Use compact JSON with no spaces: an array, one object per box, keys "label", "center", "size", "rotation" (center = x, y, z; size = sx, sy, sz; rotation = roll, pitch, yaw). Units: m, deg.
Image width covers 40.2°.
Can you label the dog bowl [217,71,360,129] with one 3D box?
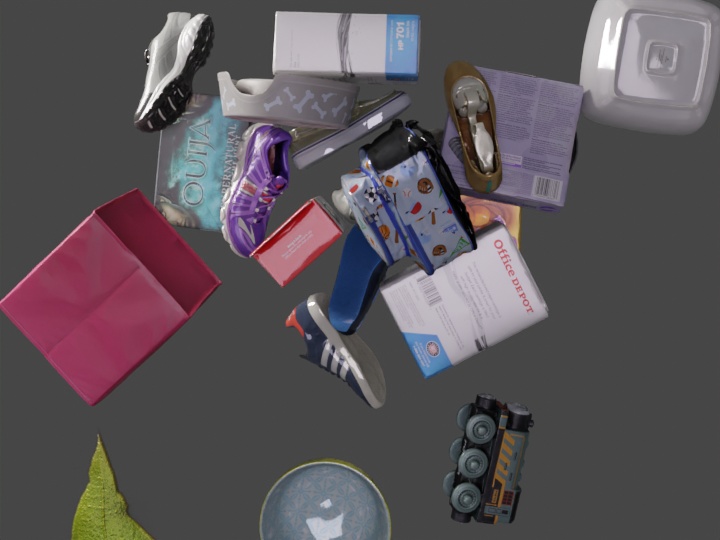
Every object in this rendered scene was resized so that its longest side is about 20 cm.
[{"label":"dog bowl","center":[-0.100,-0.231,1.351],"size":[0.197,0.200,0.060],"rotation":[6,95,2]}]

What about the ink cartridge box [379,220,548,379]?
[{"label":"ink cartridge box","center":[0.146,0.040,1.403],"size":[0.198,0.086,0.148],"rotation":[-27,95,5]}]

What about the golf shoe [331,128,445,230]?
[{"label":"golf shoe","center":[0.040,-0.150,1.449],"size":[0.200,0.097,0.079],"rotation":[-40,136,-16]}]

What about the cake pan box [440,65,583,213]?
[{"label":"cake pan box","center":[0.217,-0.191,1.420],"size":[0.197,0.052,0.187],"rotation":[10,81,2]}]

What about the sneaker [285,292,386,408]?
[{"label":"sneaker","center":[-0.039,0.132,1.491],"size":[0.084,0.075,0.201],"rotation":[-30,99,24]}]

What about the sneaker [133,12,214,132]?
[{"label":"sneaker","center":[-0.283,-0.290,1.435],"size":[0.078,0.074,0.202],"rotation":[17,71,14]}]

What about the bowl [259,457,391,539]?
[{"label":"bowl","center":[-0.050,0.372,1.492],"size":[0.197,0.108,0.203],"rotation":[0,96,2]}]

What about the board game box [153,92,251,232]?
[{"label":"board game box","center":[-0.238,-0.163,1.482],"size":[0.133,0.028,0.203],"rotation":[7,96,2]}]

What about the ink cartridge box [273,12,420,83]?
[{"label":"ink cartridge box","center":[-0.015,-0.310,1.388],"size":[0.197,0.146,0.087],"rotation":[3,96,3]}]

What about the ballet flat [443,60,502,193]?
[{"label":"ballet flat","center":[0.163,-0.209,1.368],"size":[0.068,0.063,0.203],"rotation":[-13,78,-2]}]

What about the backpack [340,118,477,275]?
[{"label":"backpack","center":[0.067,-0.087,1.307],"size":[0.153,0.200,0.191],"rotation":[-35,103,8]}]

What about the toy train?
[{"label":"toy train","center":[0.195,0.288,1.489],"size":[0.112,0.085,0.203],"rotation":[11,95,-11]}]

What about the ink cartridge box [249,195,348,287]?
[{"label":"ink cartridge box","center":[-0.085,-0.043,1.402],"size":[0.116,0.200,0.067],"rotation":[-42,93,6]}]

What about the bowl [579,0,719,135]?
[{"label":"bowl","center":[0.424,-0.303,1.414],"size":[0.197,0.075,0.203],"rotation":[9,95,1]}]

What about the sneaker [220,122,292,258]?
[{"label":"sneaker","center":[-0.147,-0.115,1.443],"size":[0.083,0.080,0.203],"rotation":[16,99,38]}]

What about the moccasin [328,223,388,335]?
[{"label":"moccasin","center":[0.000,0.000,1.464],"size":[0.080,0.068,0.202],"rotation":[21,73,18]}]

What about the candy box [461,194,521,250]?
[{"label":"candy box","center":[0.179,-0.014,1.466],"size":[0.115,0.056,0.203],"rotation":[0,98,2]}]

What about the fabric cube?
[{"label":"fabric cube","center":[-0.350,0.034,1.413],"size":[0.199,0.196,0.200],"rotation":[-40,96,12]}]

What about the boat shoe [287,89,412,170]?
[{"label":"boat shoe","center":[-0.021,-0.219,1.445],"size":[0.198,0.072,0.063],"rotation":[-28,93,7]}]
